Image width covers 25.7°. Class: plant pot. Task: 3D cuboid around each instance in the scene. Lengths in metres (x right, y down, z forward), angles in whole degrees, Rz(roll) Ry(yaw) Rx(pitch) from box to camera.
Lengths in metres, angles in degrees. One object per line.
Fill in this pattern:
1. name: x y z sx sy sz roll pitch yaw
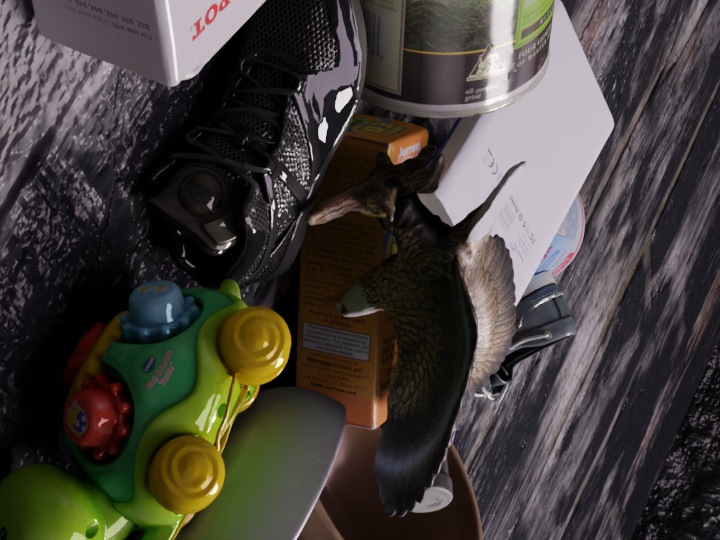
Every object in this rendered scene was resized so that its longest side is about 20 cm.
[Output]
1. plant pot: -0.008 0.170 1.158 0.092 0.202 0.200 -33 178 30

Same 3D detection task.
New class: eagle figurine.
1. eagle figurine: 0.042 0.028 0.984 0.151 0.151 0.202 -25 103 -21

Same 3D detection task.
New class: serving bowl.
1. serving bowl: -0.089 0.151 0.967 0.201 0.065 0.200 -55 -171 14

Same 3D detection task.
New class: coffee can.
1. coffee can: 0.049 -0.213 0.916 0.147 0.145 0.201 -50 153 -40

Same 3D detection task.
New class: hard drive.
1. hard drive: 0.114 -0.081 1.127 0.201 0.025 0.132 -58 134 -30

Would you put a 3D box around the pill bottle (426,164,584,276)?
1. pill bottle: 0.112 -0.047 1.286 0.200 0.108 0.110 8 103 -68

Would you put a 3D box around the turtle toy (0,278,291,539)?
1. turtle toy: -0.119 0.087 0.838 0.201 0.100 0.146 -62 -175 -20

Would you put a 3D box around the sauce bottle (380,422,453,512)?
1. sauce bottle: 0.040 0.079 1.161 0.066 0.065 0.202 75 9 -58

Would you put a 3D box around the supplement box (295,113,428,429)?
1. supplement box: 0.000 0.000 1.071 0.066 0.068 0.202 -30 125 -59

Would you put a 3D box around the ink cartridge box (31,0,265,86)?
1. ink cartridge box: -0.084 -0.206 0.676 0.146 0.083 0.201 -52 154 -36

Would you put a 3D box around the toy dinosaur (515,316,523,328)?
1. toy dinosaur: 0.063 0.023 1.144 0.087 0.202 0.048 -4 155 -28

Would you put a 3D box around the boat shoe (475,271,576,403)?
1. boat shoe: 0.104 0.082 1.348 0.200 0.062 0.073 -44 163 29

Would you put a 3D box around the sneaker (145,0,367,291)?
1. sneaker: -0.057 -0.078 0.878 0.201 0.076 0.114 -70 166 18
